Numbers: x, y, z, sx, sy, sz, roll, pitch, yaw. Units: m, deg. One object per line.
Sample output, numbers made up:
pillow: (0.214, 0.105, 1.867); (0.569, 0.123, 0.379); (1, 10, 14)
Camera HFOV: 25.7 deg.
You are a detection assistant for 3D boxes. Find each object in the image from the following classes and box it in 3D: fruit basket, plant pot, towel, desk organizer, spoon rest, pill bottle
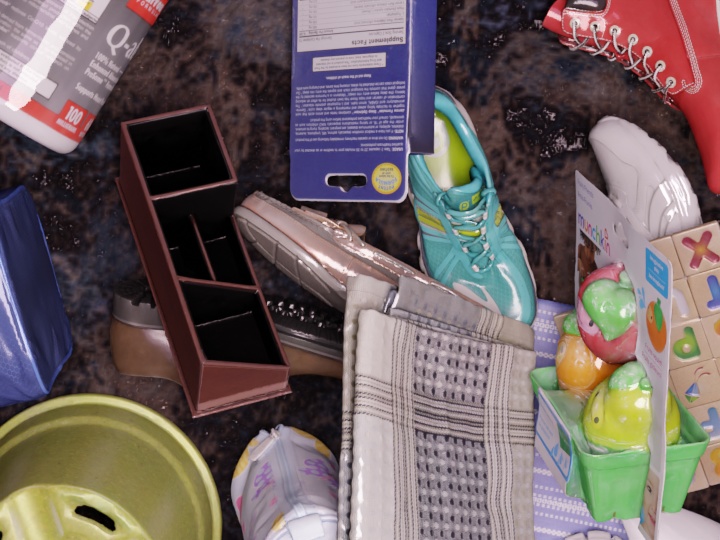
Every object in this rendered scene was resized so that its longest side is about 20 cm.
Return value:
fruit basket: (0.163, 0.055, 1.043); (0.094, 0.185, 0.200); (-11, 114, -7)
plant pot: (-0.198, 0.195, 1.087); (0.200, 0.184, 0.201); (0, 92, -3)
towel: (0.059, 0.110, 1.050); (0.192, 0.035, 0.200); (17, 67, -42)
desk organizer: (-0.108, -0.010, 1.087); (0.072, 0.077, 0.200); (-14, 63, -17)
spoon rest: (0.237, 0.204, 1.162); (0.099, 0.061, 0.200); (-43, 120, -22)
pill bottle: (-0.200, -0.193, 1.104); (0.116, 0.116, 0.200); (32, 91, -5)
towel: (0.178, 0.131, 1.194); (0.145, 0.024, 0.200); (11, 90, -3)

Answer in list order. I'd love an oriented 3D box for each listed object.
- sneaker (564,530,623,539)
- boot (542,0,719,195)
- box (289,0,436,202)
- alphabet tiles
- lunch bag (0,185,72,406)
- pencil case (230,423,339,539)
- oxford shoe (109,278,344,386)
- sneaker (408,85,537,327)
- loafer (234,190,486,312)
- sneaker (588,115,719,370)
sneaker: (0.110, 0.260, 1.150); (0.200, 0.087, 0.075); (-30, 104, 10)
boot: (0.207, -0.143, 1.139); (0.144, 0.072, 0.200); (-3, 68, -2)
box: (0.000, -0.149, 1.124); (0.032, 0.121, 0.200); (0, 93, -46)
alphabet tiles: (0.238, 0.068, 1.138); (0.166, 0.006, 0.200); (-17, 109, 15)
lunch bag: (-0.283, 0.028, 1.067); (0.132, 0.200, 0.136); (-15, 99, 0)
pencil case: (-0.041, 0.175, 1.091); (0.083, 0.200, 0.091); (-1, 103, -9)
oxford shoe: (-0.084, 0.062, 1.154); (0.200, 0.073, 0.085); (9, 106, 0)
sneaker: (0.072, -0.040, 1.147); (0.077, 0.080, 0.200); (-23, 95, -2)
loafer: (0.000, 0.000, 1.147); (0.200, 0.072, 0.063); (37, 75, 8)
sneaker: (0.207, -0.015, 1.154); (0.099, 0.078, 0.200); (-28, 85, 1)
